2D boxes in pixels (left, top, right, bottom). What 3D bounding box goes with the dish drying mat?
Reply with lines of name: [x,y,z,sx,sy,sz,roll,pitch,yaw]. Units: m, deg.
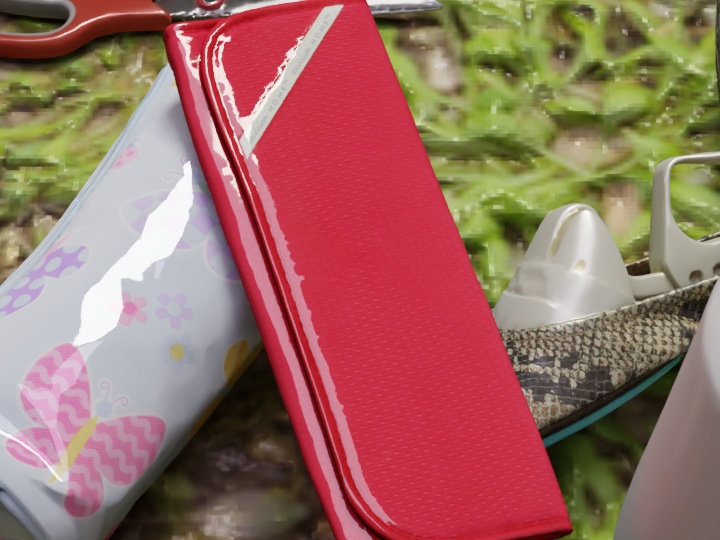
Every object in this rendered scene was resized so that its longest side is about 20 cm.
dish drying mat: [0.000,0.000,0.715,0.077,0.018,0.200,-10,65,-23]

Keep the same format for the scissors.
scissors: [-0.072,-0.099,0.879,0.200,0.014,0.073,13,51,10]

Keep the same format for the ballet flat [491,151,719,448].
ballet flat: [0.104,0.000,0.755,0.200,0.075,0.068,-20,15,-14]

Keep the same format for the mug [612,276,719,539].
mug: [0.157,0.042,0.674,0.149,0.153,0.187,8,52,8]

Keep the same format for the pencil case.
pencil case: [-0.079,0.014,0.744,0.091,0.083,0.200,36,59,6]

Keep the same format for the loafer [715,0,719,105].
loafer: [0.174,-0.114,0.847,0.070,0.070,0.200,4,51,15]
